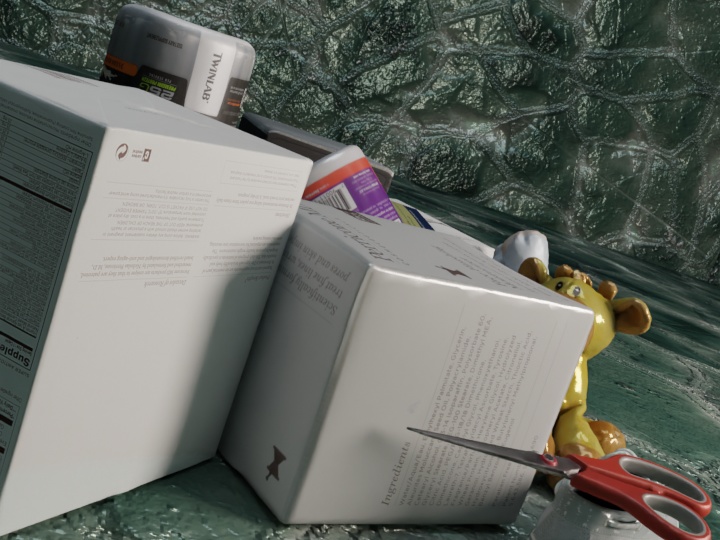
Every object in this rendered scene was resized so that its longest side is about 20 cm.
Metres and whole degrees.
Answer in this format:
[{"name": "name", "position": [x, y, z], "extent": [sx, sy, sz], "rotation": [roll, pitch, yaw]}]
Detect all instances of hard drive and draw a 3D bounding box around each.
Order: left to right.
[{"name": "hard drive", "position": [-0.057, -0.132, 1.033], "extent": [0.139, 0.033, 0.200], "rotation": [16, 10, -18]}]

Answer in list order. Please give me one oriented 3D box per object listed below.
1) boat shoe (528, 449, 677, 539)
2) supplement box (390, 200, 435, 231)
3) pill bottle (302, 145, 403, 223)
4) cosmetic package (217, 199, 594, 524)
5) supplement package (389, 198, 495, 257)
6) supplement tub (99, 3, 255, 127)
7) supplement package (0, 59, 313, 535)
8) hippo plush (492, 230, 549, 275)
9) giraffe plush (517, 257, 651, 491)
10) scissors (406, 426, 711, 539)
[{"name": "boat shoe", "position": [0.180, 0.163, 0.636], "extent": [0.070, 0.072, 0.200], "rotation": [27, 13, 32]}, {"name": "supplement box", "position": [-0.039, -0.020, 1.000], "extent": [0.198, 0.135, 0.200], "rotation": [18, 10, -9]}, {"name": "pill bottle", "position": [0.000, 0.000, 0.834], "extent": [0.201, 0.111, 0.111], "rotation": [60, 13, -2]}, {"name": "cosmetic package", "position": [0.015, 0.060, 0.635], "extent": [0.199, 0.166, 0.165], "rotation": [11, 13, -37]}, {"name": "supplement package", "position": [0.051, -0.017, 1.192], "extent": [0.116, 0.118, 0.200], "rotation": [10, 15, -44]}, {"name": "supplement tub", "position": [-0.174, -0.116, 0.803], "extent": [0.122, 0.201, 0.123], "rotation": [17, 10, -3]}, {"name": "supplement package", "position": [-0.158, 0.002, 0.517], "extent": [0.146, 0.201, 0.191], "rotation": [24, 11, 23]}, {"name": "hippo plush", "position": [0.128, 0.052, 1.047], "extent": [0.159, 0.160, 0.201], "rotation": [0, 58, -10]}, {"name": "giraffe plush", "position": [0.169, 0.081, 0.810], "extent": [0.171, 0.163, 0.200], "rotation": [21, 12, 5]}, {"name": "scissors", "position": [0.123, 0.118, 0.566], "extent": [0.199, 0.014, 0.073], "rotation": [21, 25, 1]}]
